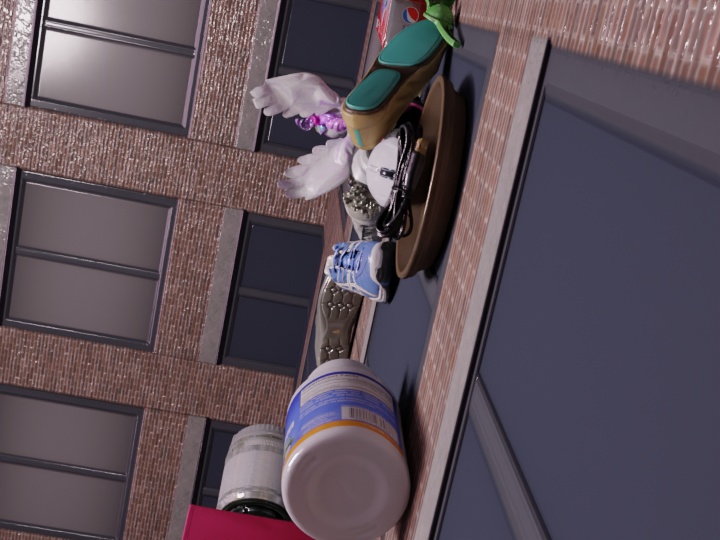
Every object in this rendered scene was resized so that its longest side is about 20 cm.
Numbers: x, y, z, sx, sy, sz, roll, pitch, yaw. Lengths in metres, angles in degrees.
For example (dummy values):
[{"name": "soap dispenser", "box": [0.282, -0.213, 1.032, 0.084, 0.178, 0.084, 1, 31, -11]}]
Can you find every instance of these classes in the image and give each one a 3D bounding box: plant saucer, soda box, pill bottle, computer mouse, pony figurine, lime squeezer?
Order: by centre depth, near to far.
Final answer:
[{"name": "pill bottle", "box": [-0.015, 0.156, 1.008, 0.200, 0.112, 0.112, -97, 19, -73]}, {"name": "plant saucer", "box": [0.068, -0.088, 1.056, 0.200, 0.029, 0.200, -170, 90, -85]}, {"name": "computer mouse", "box": [0.030, -0.095, 1.091, 0.200, 0.044, 0.110, -115, 35, -81]}, {"name": "lime squeezer", "box": [0.097, -0.295, 1.189, 0.071, 0.038, 0.200, -28, 42, 42]}, {"name": "soda box", "box": [0.061, -0.311, 1.346, 0.200, 0.070, 0.063, -93, 15, -70]}, {"name": "pony figurine", "box": [-0.027, -0.201, 1.456, 0.200, 0.193, 0.167, -51, -58, -71]}]

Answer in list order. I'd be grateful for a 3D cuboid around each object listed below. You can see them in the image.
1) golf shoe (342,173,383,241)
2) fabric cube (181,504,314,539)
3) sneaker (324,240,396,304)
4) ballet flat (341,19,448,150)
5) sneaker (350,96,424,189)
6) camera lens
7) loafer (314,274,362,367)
[{"name": "golf shoe", "box": [0.021, -0.071, 1.414, 0.200, 0.078, 0.097, -78, -17, -76]}, {"name": "fabric cube", "box": [-0.152, 0.454, 1.418, 0.196, 0.199, 0.200, -91, 13, -62]}, {"name": "sneaker", "box": [0.000, 0.000, 1.353, 0.200, 0.077, 0.076, 138, 144, -79]}, {"name": "ballet flat", "box": [0.038, -0.203, 1.188, 0.200, 0.069, 0.063, -50, -35, -36]}, {"name": "sneaker", "box": [0.052, -0.172, 1.269, 0.086, 0.080, 0.200, -45, 25, 37]}, {"name": "camera lens", "box": [-0.195, 0.426, 2.153, 0.200, 0.160, 0.160, -85, 8, -49]}, {"name": "loafer", "box": [-0.039, 0.063, 1.685, 0.070, 0.070, 0.200, -108, 27, -62]}]
